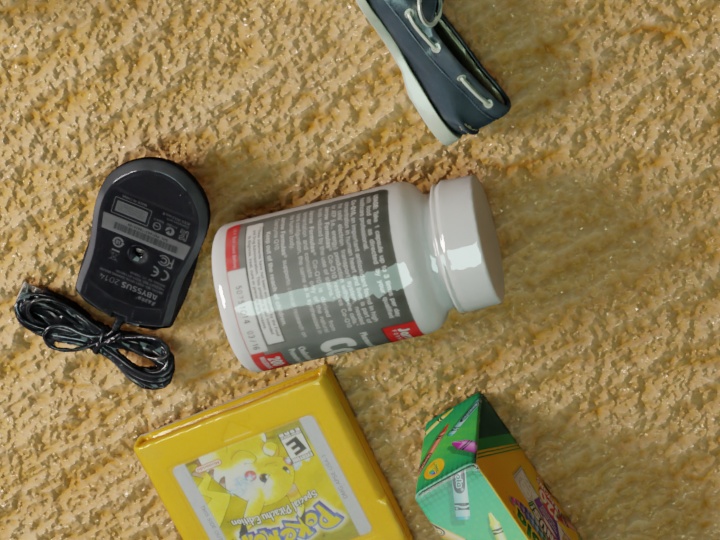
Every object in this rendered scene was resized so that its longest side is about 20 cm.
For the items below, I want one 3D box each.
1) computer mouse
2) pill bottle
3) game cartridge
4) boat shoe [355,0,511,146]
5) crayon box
[{"bbox_3d":[-0.174,-0.013,1.483,0.137,0.053,0.201,26,124,-3],"label":"computer mouse"},{"bbox_3d":[0.000,0.000,1.430,0.198,0.114,0.115,-13,111,12],"label":"pill bottle"},{"bbox_3d":[-0.063,0.193,1.563,0.175,0.032,0.201,-21,108,14],"label":"game cartridge"},{"bbox_3d":[0.040,-0.181,1.372,0.061,0.075,0.201,-25,109,17],"label":"boat shoe"},{"bbox_3d":[0.120,0.209,1.501,0.058,0.119,0.201,-29,107,17],"label":"crayon box"}]
